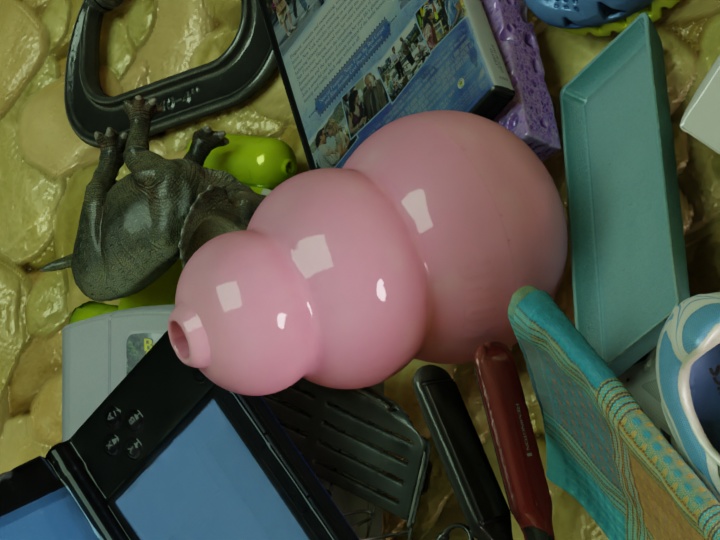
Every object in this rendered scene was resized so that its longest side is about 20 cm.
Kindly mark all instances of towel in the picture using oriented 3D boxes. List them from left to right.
[{"bbox_3d":[0.130,0.112,1.197,0.022,0.147,0.200,-28,50,-10],"label":"towel"}]

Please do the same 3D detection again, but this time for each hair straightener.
[{"bbox_3d":[0.062,0.138,1.263,0.077,0.041,0.201,-19,88,28],"label":"hair straightener"}]

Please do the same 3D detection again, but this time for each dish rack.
[{"bbox_3d":[-0.044,0.143,1.337,0.153,0.054,0.201,23,108,30],"label":"dish rack"}]

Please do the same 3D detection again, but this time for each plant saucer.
[{"bbox_3d":[0.128,-0.035,1.294,0.070,0.019,0.201,-43,31,36],"label":"plant saucer"}]

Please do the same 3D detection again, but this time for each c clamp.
[{"bbox_3d":[-0.102,-0.163,1.588,0.199,0.027,0.172,-22,64,31],"label":"c clamp"}]

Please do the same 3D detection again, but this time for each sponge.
[{"bbox_3d":[0.043,-0.126,1.424,0.111,0.030,0.201,-37,51,41],"label":"sponge"}]

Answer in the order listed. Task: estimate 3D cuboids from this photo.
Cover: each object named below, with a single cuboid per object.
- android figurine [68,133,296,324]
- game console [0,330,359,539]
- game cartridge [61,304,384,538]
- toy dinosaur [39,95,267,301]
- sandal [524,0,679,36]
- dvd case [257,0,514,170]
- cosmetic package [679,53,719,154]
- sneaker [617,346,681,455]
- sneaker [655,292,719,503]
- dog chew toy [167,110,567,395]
[{"bbox_3d":[-0.080,0.014,1.482,0.199,0.041,0.183,10,80,45],"label":"android figurine"},{"bbox_3d":[-0.105,0.152,1.278,0.171,0.118,0.200,-46,69,28],"label":"game console"},{"bbox_3d":[-0.077,0.086,1.406,0.199,0.041,0.134,6,96,34],"label":"game cartridge"},{"bbox_3d":[-0.123,-0.026,1.457,0.199,0.077,0.103,-20,53,33],"label":"toy dinosaur"},{"bbox_3d":[0.155,-0.188,1.329,0.200,0.087,0.080,-33,55,29],"label":"sandal"},{"bbox_3d":[0.009,-0.124,1.429,0.143,0.017,0.201,-47,46,35],"label":"dvd case"},{"bbox_3d":[0.221,-0.138,1.245,0.051,0.083,0.200,33,97,4],"label":"cosmetic package"},{"bbox_3d":[0.169,0.022,1.236,0.115,0.076,0.202,8,81,41],"label":"sneaker"},{"bbox_3d":[0.185,0.102,1.138,0.072,0.072,0.201,-30,92,6],"label":"sneaker"},{"bbox_3d":[0.000,0.000,1.289,0.125,0.199,0.125,43,145,42],"label":"dog chew toy"}]
